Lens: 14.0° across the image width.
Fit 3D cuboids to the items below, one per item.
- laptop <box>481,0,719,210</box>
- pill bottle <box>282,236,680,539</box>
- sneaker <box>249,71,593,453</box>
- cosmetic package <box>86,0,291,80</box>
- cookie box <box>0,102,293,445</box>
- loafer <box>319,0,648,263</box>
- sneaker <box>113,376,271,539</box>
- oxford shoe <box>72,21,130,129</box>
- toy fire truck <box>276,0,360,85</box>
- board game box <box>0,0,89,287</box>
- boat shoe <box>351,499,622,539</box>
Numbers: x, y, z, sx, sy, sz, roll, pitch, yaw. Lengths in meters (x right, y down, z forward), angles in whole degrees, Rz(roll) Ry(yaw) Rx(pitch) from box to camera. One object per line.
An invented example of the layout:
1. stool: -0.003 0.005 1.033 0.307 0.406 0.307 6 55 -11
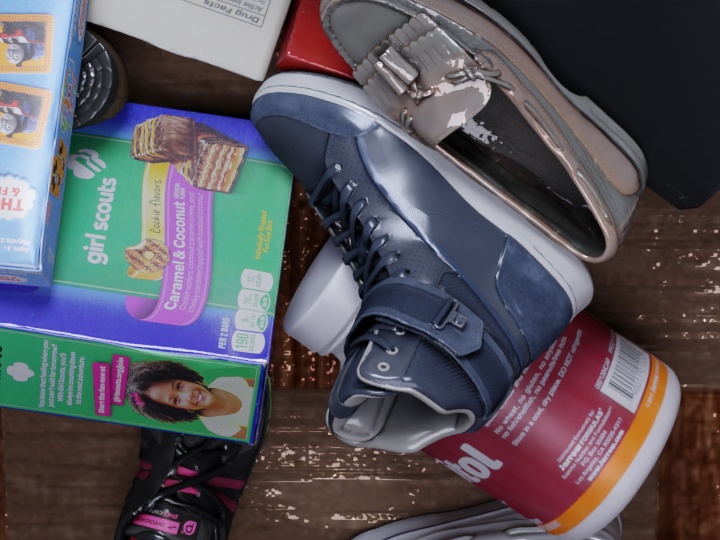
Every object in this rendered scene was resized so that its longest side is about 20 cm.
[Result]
1. laptop: 0.167 -0.163 1.478 0.177 0.103 0.200 35 75 -14
2. pill bottle: 0.063 0.050 1.583 0.200 0.113 0.113 33 108 -10
3. sneaker: 0.001 0.000 1.476 0.202 0.146 0.077 36 150 6
4. cosmetic package: -0.064 -0.211 1.506 0.105 0.071 0.201 20 110 -5
5. cookie box: -0.140 -0.007 1.528 0.199 0.172 0.075 8 138 -2
6. loafer: 0.061 -0.078 1.457 0.200 0.063 0.072 34 133 -20
7. sneaker: -0.094 0.119 1.628 0.076 0.084 0.201 8 111 -2
8. oxford shoe: -0.205 -0.137 1.539 0.200 0.084 0.073 40 99 9
9. toy fire truck: 0.017 -0.203 1.491 0.049 0.141 0.201 18 71 -8
10. board game box: -0.216 -0.097 1.463 0.151 0.037 0.201 5 75 6
11. boat shoe: 0.052 0.175 1.656 0.199 0.065 0.074 -25 109 10
